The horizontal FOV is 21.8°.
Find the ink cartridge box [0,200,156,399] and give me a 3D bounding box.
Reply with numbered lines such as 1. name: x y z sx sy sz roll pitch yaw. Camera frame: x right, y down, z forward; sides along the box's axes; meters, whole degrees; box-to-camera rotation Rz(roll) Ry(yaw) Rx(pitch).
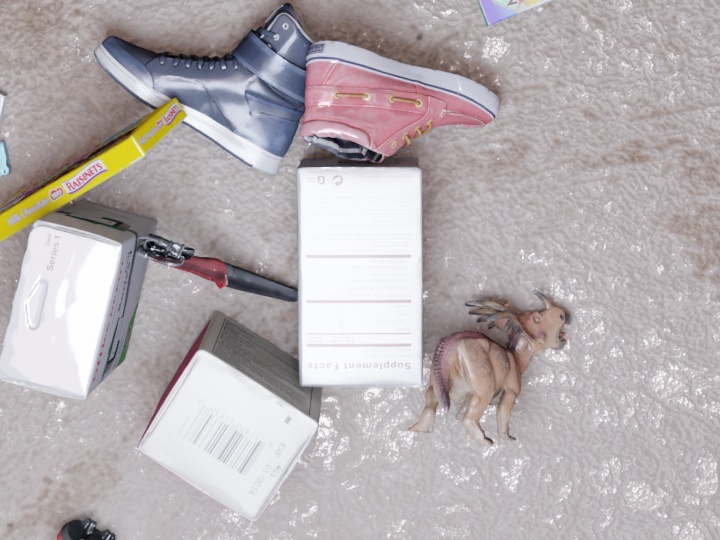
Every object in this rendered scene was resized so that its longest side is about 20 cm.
1. ink cartridge box: -0.253 0.023 1.693 0.084 0.200 0.147 14 98 0

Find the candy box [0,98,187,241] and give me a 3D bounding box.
1. candy box: -0.253 -0.087 1.692 0.199 0.102 0.027 -27 102 27

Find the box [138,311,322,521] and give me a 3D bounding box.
1. box: -0.115 0.129 1.709 0.127 0.200 0.109 32 97 -4

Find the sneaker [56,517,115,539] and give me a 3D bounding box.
1. sneaker: -0.226 0.329 1.803 0.200 0.071 0.098 38 106 -11

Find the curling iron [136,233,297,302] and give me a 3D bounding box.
1. curling iron: -0.127 0.004 1.721 0.199 0.049 0.026 23 85 -46

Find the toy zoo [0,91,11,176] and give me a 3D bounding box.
1. toy zoo: -0.421 -0.135 1.761 0.199 0.020 0.132 26 97 -3

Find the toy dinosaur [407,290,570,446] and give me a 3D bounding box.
1. toy dinosaur: 0.108 0.085 1.734 0.085 0.199 0.137 11 97 32

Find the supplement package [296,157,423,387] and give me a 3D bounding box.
1. supplement package: 0.000 0.000 1.734 0.116 0.117 0.202 0 98 0

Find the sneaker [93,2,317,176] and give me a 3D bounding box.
1. sneaker: -0.130 -0.199 1.722 0.201 0.077 0.147 29 104 -10

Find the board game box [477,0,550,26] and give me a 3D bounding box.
1. board game box: 0.143 -0.345 1.733 0.134 0.029 0.201 -22 97 2

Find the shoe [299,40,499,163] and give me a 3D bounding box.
1. shoe: 0.035 -0.138 1.707 0.199 0.071 0.092 14 78 -28
